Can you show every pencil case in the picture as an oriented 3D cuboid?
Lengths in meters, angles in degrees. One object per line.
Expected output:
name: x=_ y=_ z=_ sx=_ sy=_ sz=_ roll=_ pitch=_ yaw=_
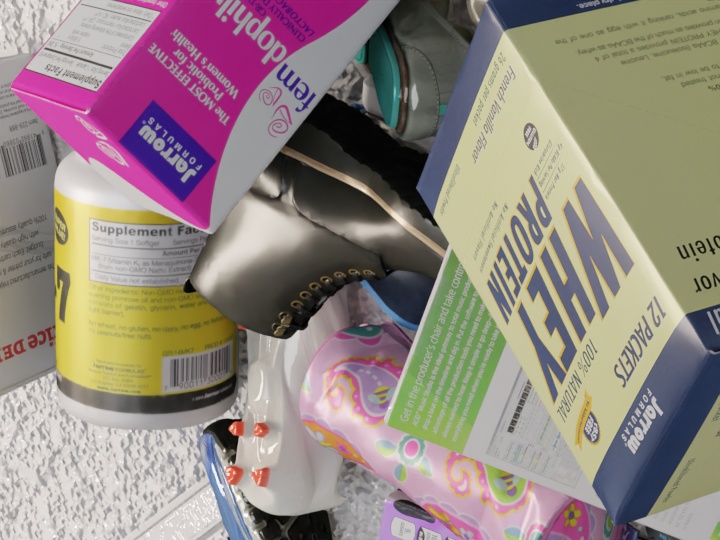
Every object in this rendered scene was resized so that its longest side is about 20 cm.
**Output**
pencil case: x=0.057 y=0.104 z=1.274 sx=0.200 sy=0.087 sz=0.087 roll=33 pitch=120 yaw=35

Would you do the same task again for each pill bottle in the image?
pill bottle: x=-0.128 y=-0.015 z=1.384 sx=0.114 sy=0.114 sz=0.200 roll=12 pitch=109 yaw=29

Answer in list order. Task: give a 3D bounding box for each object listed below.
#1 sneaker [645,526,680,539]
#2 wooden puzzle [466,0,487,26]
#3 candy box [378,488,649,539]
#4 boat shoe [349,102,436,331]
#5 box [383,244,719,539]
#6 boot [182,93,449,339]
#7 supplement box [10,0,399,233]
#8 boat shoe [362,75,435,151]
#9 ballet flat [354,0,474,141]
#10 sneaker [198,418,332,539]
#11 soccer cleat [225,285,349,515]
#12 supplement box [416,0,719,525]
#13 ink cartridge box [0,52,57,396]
sneaker: x=0.241 y=0.134 z=1.210 sx=0.200 sy=0.073 sz=0.082 roll=17 pitch=123 yaw=28
wooden puzzle: x=0.154 y=-0.170 z=1.130 sx=0.185 sy=0.046 sz=0.200 roll=17 pitch=135 yaw=4
candy box: x=0.104 y=0.226 z=1.332 sx=0.200 sy=0.072 sz=0.168 roll=19 pitch=113 yaw=27
boat shoe: x=-0.001 y=-0.059 z=1.321 sx=0.200 sy=0.084 sz=0.069 roll=44 pitch=125 yaw=-5
box: x=0.126 y=0.052 z=1.158 sx=0.200 sy=0.036 sz=0.144 roll=21 pitch=125 yaw=2
boot: x=0.000 y=0.000 z=1.249 sx=0.200 sy=0.077 sz=0.138 roll=37 pitch=117 yaw=28
supplement box: x=-0.069 y=-0.132 z=1.191 sx=0.101 sy=0.200 sz=0.103 roll=44 pitch=169 yaw=-31
boat shoe: x=0.087 y=-0.060 z=1.264 sx=0.200 sy=0.072 sz=0.066 roll=17 pitch=114 yaw=23
ballet flat: x=0.026 y=-0.132 z=1.257 sx=0.200 sy=0.064 sz=0.067 roll=-113 pitch=22 yaw=-53
sneaker: x=-0.063 y=0.189 z=1.425 sx=0.089 sy=0.079 sz=0.200 roll=-17 pitch=94 yaw=32
soccer cleat: x=-0.032 y=0.047 z=1.376 sx=0.069 sy=0.078 sz=0.200 roll=6 pitch=88 yaw=51
supplement box: x=0.167 y=-0.024 z=1.042 sx=0.200 sy=0.200 sz=0.134 roll=61 pitch=151 yaw=29
ink cartridge box: x=-0.258 y=-0.023 z=1.444 sx=0.084 sy=0.146 sz=0.200 roll=-7 pitch=100 yaw=33
